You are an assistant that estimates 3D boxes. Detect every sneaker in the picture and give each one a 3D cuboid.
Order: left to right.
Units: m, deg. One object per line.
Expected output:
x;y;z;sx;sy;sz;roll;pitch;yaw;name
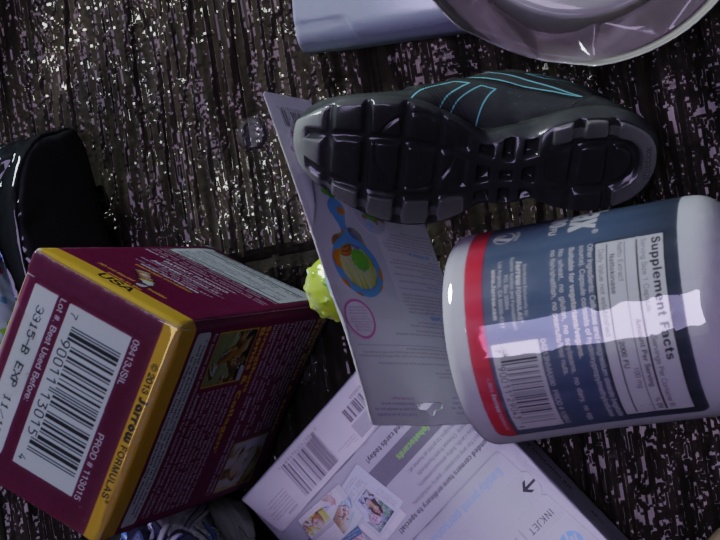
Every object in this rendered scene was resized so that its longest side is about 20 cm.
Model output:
-0.099;0.182;0.835;0.085;0.200;0.078;21;92;-21;sneaker
0.061;-0.072;0.803;0.198;0.079;0.076;3;121;-5;sneaker

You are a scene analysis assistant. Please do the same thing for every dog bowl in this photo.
0.118;-0.209;0.797;0.198;0.059;0.202;0;91;7;dog bowl

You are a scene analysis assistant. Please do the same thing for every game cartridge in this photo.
0.018;-0.239;0.871;0.132;0.041;0.202;-5;89;18;game cartridge

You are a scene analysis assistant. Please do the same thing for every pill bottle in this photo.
0.155;0.024;0.775;0.199;0.119;0.121;-10;87;21;pill bottle

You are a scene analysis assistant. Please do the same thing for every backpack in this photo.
-0.271;0.010;0.945;0.199;0.153;0.164;-11;94;34;backpack

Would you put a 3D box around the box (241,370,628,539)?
0.047;0.155;0.863;0.200;0.041;0.156;46;107;16;box

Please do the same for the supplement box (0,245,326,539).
-0.118;0.062;0.840;0.103;0.200;0.132;26;100;20;supplement box

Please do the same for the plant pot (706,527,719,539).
0.202;0.234;0.738;0.199;0.200;0.175;26;83;19;plant pot

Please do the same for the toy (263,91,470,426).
0.000;0.000;0.825;0.047;0.115;0.201;-28;69;35;toy

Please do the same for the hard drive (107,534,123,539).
-0.195;0.267;0.914;0.038;0.140;0.200;34;105;-20;hard drive
